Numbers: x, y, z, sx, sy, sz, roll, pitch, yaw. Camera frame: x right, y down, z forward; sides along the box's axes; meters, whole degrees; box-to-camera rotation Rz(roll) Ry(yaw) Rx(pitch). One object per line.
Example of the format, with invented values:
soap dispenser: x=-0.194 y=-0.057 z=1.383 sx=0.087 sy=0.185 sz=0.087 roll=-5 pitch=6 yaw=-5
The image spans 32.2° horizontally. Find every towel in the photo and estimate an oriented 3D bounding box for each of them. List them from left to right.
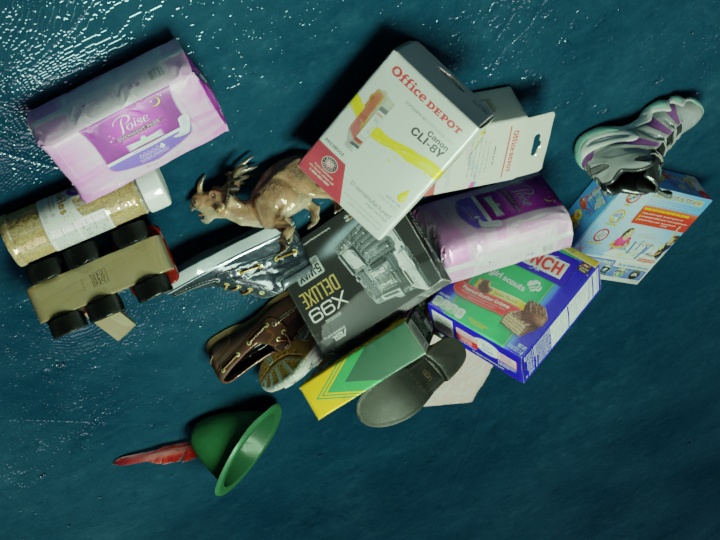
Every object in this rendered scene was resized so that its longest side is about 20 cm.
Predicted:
towel: x=0.143 y=0.155 z=2.083 sx=0.191 sy=0.032 sz=0.200 roll=-2 pitch=136 yaw=-27

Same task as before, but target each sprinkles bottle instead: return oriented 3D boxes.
sprinkles bottle: x=-0.331 y=-0.072 z=1.504 sx=0.200 sy=0.068 sz=0.068 roll=-23 pitch=143 yaw=-3

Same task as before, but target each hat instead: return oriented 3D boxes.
hat: x=-0.251 y=0.247 z=1.980 sx=0.200 sy=0.176 sz=0.166 roll=-44 pitch=161 yaw=-46

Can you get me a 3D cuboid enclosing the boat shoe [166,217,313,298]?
boat shoe: x=-0.164 y=0.007 z=1.663 sx=0.200 sy=0.071 sz=0.091 roll=-26 pitch=103 yaw=-2

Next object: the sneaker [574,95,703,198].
sneaker: x=0.419 y=-0.160 z=1.771 sx=0.200 sy=0.140 sz=0.078 roll=-25 pitch=143 yaw=-1

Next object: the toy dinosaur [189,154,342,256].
toy dinosaur: x=-0.105 y=-0.104 z=1.597 sx=0.200 sy=0.136 sz=0.086 roll=-37 pitch=-173 yaw=-21

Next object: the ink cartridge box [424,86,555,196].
ink cartridge box: x=0.149 y=-0.173 z=1.662 sx=0.200 sy=0.068 sz=0.117 roll=-11 pitch=141 yaw=-16

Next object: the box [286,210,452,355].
box: x=0.000 y=0.000 z=1.697 sx=0.200 sy=0.158 sz=0.050 roll=-33 pitch=166 yaw=16

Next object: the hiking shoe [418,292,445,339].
hiking shoe: x=0.082 y=0.052 z=1.887 sx=0.200 sy=0.087 sz=0.074 roll=31 pitch=95 yaw=-23

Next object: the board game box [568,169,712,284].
board game box: x=0.412 y=-0.072 z=1.944 sx=0.200 sy=0.056 sz=0.196 roll=8 pitch=131 yaw=-37

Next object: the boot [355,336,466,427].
boot: x=0.065 y=0.166 z=1.828 sx=0.200 sy=0.069 sz=0.174 roll=-33 pitch=180 yaw=-15

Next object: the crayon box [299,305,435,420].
crayon box: x=0.013 y=0.123 z=1.744 sx=0.172 sy=0.058 sz=0.200 roll=-33 pitch=-179 yaw=9

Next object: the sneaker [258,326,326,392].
sneaker: x=-0.067 y=0.122 z=1.886 sx=0.200 sy=0.076 sz=0.088 roll=-42 pitch=142 yaw=23

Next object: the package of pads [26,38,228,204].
package of pads: x=-0.263 y=-0.170 z=1.420 sx=0.200 sy=0.076 sz=0.121 roll=-27 pitch=145 yaw=2

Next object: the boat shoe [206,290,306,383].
boat shoe: x=-0.130 y=0.095 z=1.822 sx=0.200 sy=0.070 sz=0.070 roll=-34 pitch=141 yaw=9

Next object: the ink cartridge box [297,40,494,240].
ink cartridge box: x=0.043 y=-0.161 z=1.540 sx=0.200 sy=0.145 sz=0.083 roll=-48 pitch=179 yaw=26

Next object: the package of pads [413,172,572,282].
package of pads: x=0.186 y=-0.061 z=1.758 sx=0.200 sy=0.121 sz=0.076 roll=-16 pitch=132 yaw=-11

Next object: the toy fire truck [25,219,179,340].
toy fire truck: x=-0.316 y=0.024 z=1.609 sx=0.176 sy=0.129 sz=0.200 roll=-23 pitch=-178 yaw=0

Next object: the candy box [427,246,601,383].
candy box: x=0.226 y=0.036 z=1.812 sx=0.200 sy=0.169 sz=0.077 roll=-47 pitch=151 yaw=-23
